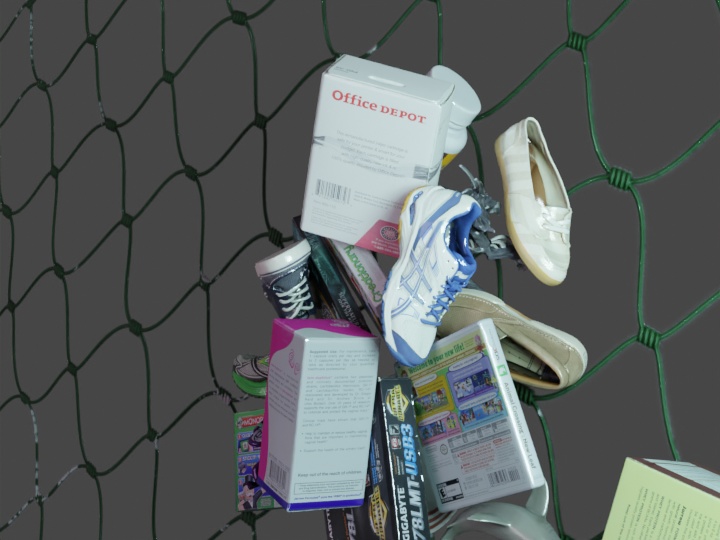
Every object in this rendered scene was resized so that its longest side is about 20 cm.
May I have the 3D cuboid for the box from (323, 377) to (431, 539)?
[{"bbox_3d":[0.009,0.246,1.570,0.198,0.049,0.203,-32,61,58],"label":"box"}]

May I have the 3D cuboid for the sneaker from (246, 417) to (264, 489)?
[{"bbox_3d":[-0.091,0.182,1.618,0.074,0.087,0.203,34,122,55],"label":"sneaker"}]

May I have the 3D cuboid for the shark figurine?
[{"bbox_3d":[0.134,0.291,1.475,0.213,0.089,0.130,-12,73,42],"label":"shark figurine"}]

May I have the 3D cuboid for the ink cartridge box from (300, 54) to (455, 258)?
[{"bbox_3d":[0.021,-0.131,1.523,0.145,0.083,0.202,16,119,11],"label":"ink cartridge box"}]

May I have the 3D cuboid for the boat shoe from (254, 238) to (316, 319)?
[{"bbox_3d":[-0.083,0.019,1.644,0.094,0.074,0.200,64,174,-1],"label":"boat shoe"}]

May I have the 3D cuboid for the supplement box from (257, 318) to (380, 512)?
[{"bbox_3d":[-0.050,0.164,1.528,0.101,0.102,0.203,25,112,62],"label":"supplement box"}]

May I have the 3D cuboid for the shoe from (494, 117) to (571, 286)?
[{"bbox_3d":[0.198,-0.080,1.481,0.053,0.069,0.202,-38,56,44],"label":"shoe"}]

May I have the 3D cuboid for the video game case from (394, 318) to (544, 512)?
[{"bbox_3d":[0.116,0.165,1.460,0.200,0.022,0.184,-33,72,59],"label":"video game case"}]

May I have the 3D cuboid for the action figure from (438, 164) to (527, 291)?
[{"bbox_3d":[0.128,-0.024,1.526,0.119,0.101,0.202,41,127,43],"label":"action figure"}]

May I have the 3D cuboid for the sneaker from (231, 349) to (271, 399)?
[{"bbox_3d":[-0.095,0.121,1.730,0.198,0.078,0.086,-2,99,43],"label":"sneaker"}]

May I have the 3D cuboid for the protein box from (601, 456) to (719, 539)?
[{"bbox_3d":[0.335,0.305,1.230,0.199,0.134,0.201,20,97,46],"label":"protein box"}]

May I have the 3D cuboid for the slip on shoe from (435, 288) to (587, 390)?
[{"bbox_3d":[0.151,0.081,1.458,0.198,0.061,0.077,24,123,20],"label":"slip on shoe"}]

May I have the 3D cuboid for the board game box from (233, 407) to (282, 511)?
[{"bbox_3d":[-0.095,0.247,1.755,0.199,0.029,0.137,-14,73,44],"label":"board game box"}]

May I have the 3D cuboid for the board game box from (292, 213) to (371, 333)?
[{"bbox_3d":[-0.037,0.042,1.677,0.136,0.028,0.201,91,155,-55],"label":"board game box"}]

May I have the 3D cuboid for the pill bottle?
[{"bbox_3d":[0.055,-0.154,1.612,0.200,0.108,0.110,-46,54,31],"label":"pill bottle"}]

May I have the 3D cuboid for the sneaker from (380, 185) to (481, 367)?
[{"bbox_3d":[0.080,0.009,1.441,0.087,0.075,0.203,10,95,37],"label":"sneaker"}]

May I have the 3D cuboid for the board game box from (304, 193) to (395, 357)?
[{"bbox_3d":[0.000,0.000,1.638,0.034,0.127,0.201,-29,55,-5],"label":"board game box"}]

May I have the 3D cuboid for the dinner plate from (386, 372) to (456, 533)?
[{"bbox_3d":[0.066,0.221,1.599,0.199,0.024,0.203,-8,78,45],"label":"dinner plate"}]
